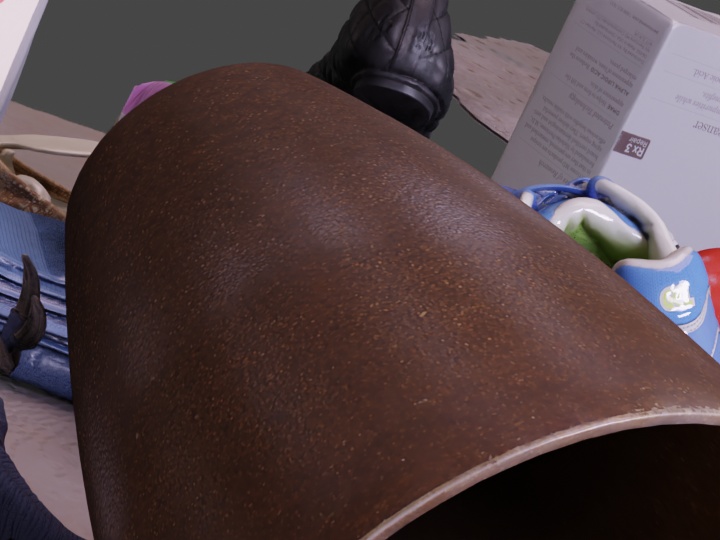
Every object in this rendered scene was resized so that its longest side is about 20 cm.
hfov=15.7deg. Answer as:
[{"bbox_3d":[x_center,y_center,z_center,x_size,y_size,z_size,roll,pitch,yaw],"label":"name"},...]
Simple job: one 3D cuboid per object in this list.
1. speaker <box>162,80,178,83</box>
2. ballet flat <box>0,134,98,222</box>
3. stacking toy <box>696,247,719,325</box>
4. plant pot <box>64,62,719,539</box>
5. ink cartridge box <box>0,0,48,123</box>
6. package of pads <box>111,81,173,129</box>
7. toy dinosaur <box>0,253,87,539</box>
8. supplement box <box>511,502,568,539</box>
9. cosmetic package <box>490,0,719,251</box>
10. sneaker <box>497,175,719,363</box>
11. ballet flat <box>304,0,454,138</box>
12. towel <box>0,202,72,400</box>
[{"bbox_3d":[-0.015,-0.014,1.207,0.199,0.089,0.088,24,13,-9],"label":"speaker"},{"bbox_3d":[-0.094,-0.014,1.098,0.199,0.066,0.071,20,13,-26],"label":"ballet flat"},{"bbox_3d":[0.189,0.055,1.039,0.199,0.086,0.085,31,9,-30],"label":"stacking toy"},{"bbox_3d":[-0.003,0.040,0.706,0.186,0.187,0.200,13,32,-43],"label":"plant pot"},{"bbox_3d":[-0.220,-0.069,0.875,0.199,0.146,0.088,25,-29,-10],"label":"ink cartridge box"},{"bbox_3d":[0.000,0.000,0.995,0.199,0.076,0.120,24,4,-31],"label":"package of pads"},{"bbox_3d":[-0.135,0.037,0.800,0.181,0.105,0.200,39,-6,-31],"label":"toy dinosaur"},{"bbox_3d":[0.107,0.130,0.850,0.199,0.104,0.101,18,15,-22],"label":"supplement box"},{"bbox_3d":[0.131,-0.036,1.310,0.112,0.201,0.081,13,17,-36],"label":"cosmetic package"},{"bbox_3d":[0.068,0.001,0.846,0.075,0.078,0.200,-13,25,-20],"label":"sneaker"},{"bbox_3d":[0.010,-0.086,1.177,0.066,0.057,0.200,22,-10,-9],"label":"ballet flat"},{"bbox_3d":[-0.152,-0.004,0.994,0.199,0.049,0.112,21,13,-18],"label":"towel"}]
